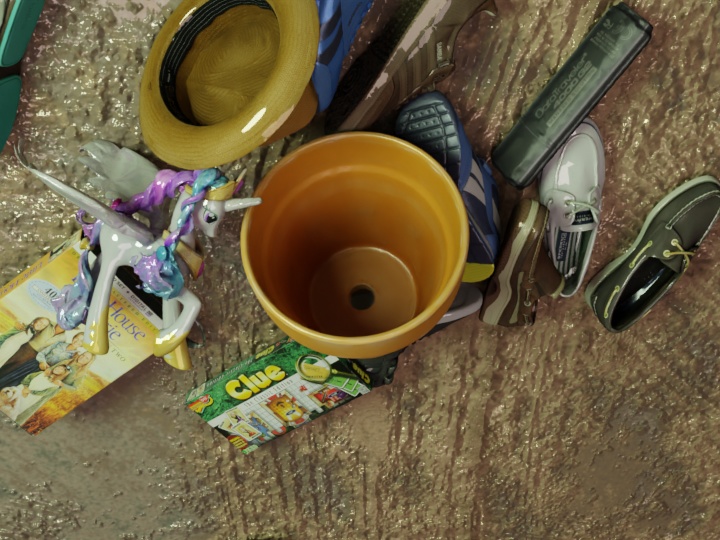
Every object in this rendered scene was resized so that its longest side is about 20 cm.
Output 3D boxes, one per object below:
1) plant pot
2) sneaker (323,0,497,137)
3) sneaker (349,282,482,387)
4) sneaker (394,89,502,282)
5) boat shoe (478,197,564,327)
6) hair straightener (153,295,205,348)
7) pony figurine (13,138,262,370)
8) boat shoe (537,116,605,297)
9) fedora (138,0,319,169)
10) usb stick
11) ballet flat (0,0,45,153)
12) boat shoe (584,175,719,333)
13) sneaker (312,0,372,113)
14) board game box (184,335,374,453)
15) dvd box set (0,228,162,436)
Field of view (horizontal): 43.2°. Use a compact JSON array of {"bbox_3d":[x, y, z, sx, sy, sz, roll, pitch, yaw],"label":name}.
[{"bbox_3d":[0.000,0.000,0.870,0.199,0.201,0.183,-14,158,-2],"label":"plant pot"},{"bbox_3d":[0.047,-0.184,0.833,0.075,0.071,0.200,27,116,-28],"label":"sneaker"},{"bbox_3d":[0.043,0.072,1.015,0.199,0.071,0.100,-14,128,6],"label":"sneaker"},{"bbox_3d":[0.092,-0.090,0.912,0.074,0.082,0.201,-3,119,31],"label":"sneaker"},{"bbox_3d":[0.178,-0.003,0.949,0.074,0.075,0.203,17,153,6],"label":"boat shoe"},{"bbox_3d":[-0.256,0.045,0.945,0.199,0.041,0.077,14,120,-14],"label":"hair straightener"},{"bbox_3d":[-0.199,-0.028,0.792,0.192,0.167,0.201,25,109,4],"label":"pony figurine"},{"bbox_3d":[0.227,-0.064,0.955,0.073,0.067,0.201,-10,126,-5],"label":"boat shoe"},{"bbox_3d":[-0.096,-0.160,0.758,0.200,0.201,0.082,-41,143,17],"label":"fedora"},{"bbox_3d":[0.202,-0.167,0.888,0.033,0.056,0.200,7,127,-50],"label":"usb stick"},{"bbox_3d":[-0.320,-0.180,0.776,0.063,0.067,0.201,30,117,3],"label":"ballet flat"},{"bbox_3d":[0.337,-0.014,1.016,0.071,0.061,0.202,25,116,-26],"label":"boat shoe"},{"bbox_3d":[-0.015,-0.229,0.792,0.078,0.066,0.201,-3,125,-14],"label":"sneaker"},{"bbox_3d":[-0.093,0.135,1.018,0.200,0.024,0.105,-31,115,29],"label":"board game box"},{"bbox_3d":[-0.305,0.068,0.914,0.199,0.029,0.146,-34,121,10],"label":"dvd box set"}]
